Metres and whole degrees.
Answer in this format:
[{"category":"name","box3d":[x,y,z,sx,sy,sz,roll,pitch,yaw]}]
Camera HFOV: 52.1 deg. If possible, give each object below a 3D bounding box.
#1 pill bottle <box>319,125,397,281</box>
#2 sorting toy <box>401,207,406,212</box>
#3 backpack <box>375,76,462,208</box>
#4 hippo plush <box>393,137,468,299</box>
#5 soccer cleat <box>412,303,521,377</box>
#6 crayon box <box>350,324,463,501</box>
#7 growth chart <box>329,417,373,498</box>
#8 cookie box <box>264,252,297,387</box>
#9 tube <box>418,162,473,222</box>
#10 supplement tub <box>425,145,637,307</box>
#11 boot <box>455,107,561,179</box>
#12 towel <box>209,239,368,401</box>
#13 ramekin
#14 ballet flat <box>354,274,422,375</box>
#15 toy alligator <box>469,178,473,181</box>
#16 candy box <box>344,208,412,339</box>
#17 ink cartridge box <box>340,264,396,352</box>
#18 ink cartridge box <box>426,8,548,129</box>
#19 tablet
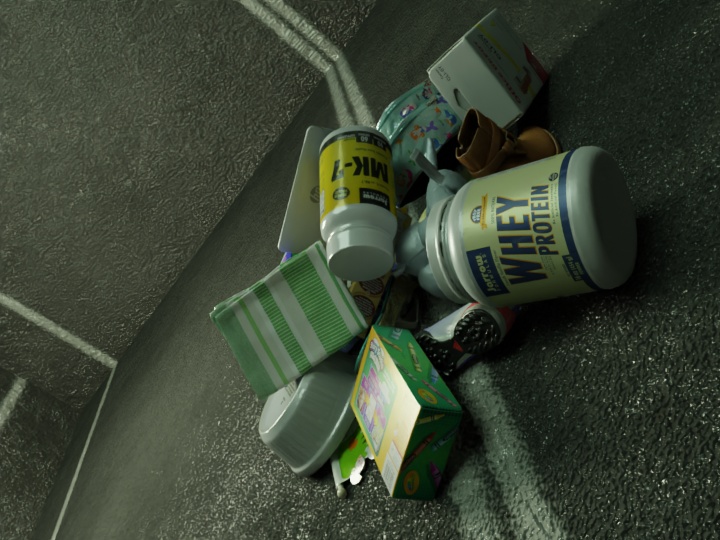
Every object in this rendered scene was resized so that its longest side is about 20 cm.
[{"category":"pill bottle","box3d":[-0.004,-0.096,1.064,0.114,0.112,0.205,-36,47,42]},{"category":"sorting toy","box3d":[-0.007,-0.061,1.421,0.201,0.106,0.181,-51,-5,-49]},{"category":"backpack","box3d":[0.099,-0.207,1.210,0.200,0.150,0.178,-47,-5,-35]},{"category":"hippo plush","box3d":[0.105,-0.040,1.012,0.162,0.199,0.159,-52,-3,31]},{"category":"soccer cleat","box3d":[0.131,0.081,0.945,0.073,0.069,0.200,-35,-3,-35]},{"category":"crayon box","box3d":[0.049,0.167,0.905,0.201,0.057,0.122,-123,46,-62]},{"category":"growth chart","box3d":[0.012,0.215,1.062,0.203,0.018,0.145,-58,19,2]},{"category":"cookie box","box3d":[-0.117,0.065,1.190,0.175,0.074,0.200,-65,11,8]},{"category":"tube","box3d":[0.147,-0.122,1.225,0.200,0.057,0.053,-48,56,30]},{"category":"supplement tub","box3d":[0.184,-0.040,0.805,0.197,0.145,0.147,-13,43,39]},{"category":"boot","box3d":[0.200,-0.171,1.011,0.073,0.153,0.203,-39,26,36]},{"category":"towel","box3d":[-0.103,0.072,1.069,0.197,0.155,0.023,-33,-1,7]},{"category":"ramekin","box3d":[-0.080,0.206,1.149,0.204,0.093,0.203,-54,14,20]},{"category":"ballet flat","box3d":[0.049,0.082,1.093,0.070,0.070,0.202,-37,19,41]},{"category":"toy alligator","box3d":[0.161,-0.098,1.149,0.202,0.059,0.054,-56,-20,2]},{"category":"candy box","box3d":[0.000,0.000,1.153,0.116,0.056,0.205,0,67,65]},{"category":"ink cartridge box","box3d":[-0.015,0.046,1.295,0.201,0.075,0.138,-50,22,21]},{"category":"ink cartridge box","box3d":[0.203,-0.303,1.144,0.083,0.146,0.200,-35,9,38]},{"category":"tablet","box3d":[-0.054,-0.121,1.170,0.014,0.128,0.205,35,115,48]}]
